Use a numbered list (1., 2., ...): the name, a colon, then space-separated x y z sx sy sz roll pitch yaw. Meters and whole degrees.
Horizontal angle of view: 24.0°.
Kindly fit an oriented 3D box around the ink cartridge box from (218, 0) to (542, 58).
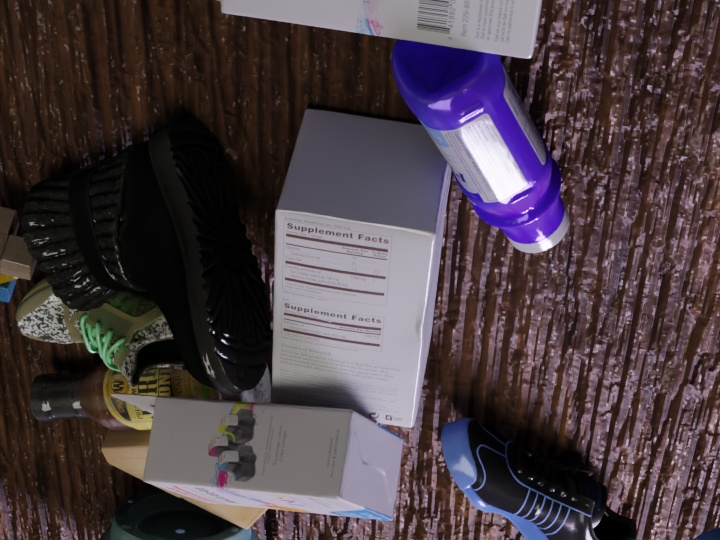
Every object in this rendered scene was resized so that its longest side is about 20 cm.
1. ink cartridge box: 0.016 -0.220 1.009 0.200 0.088 0.145 8 135 4

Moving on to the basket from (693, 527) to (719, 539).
1. basket: 0.377 0.237 1.328 0.200 0.139 0.176 -22 127 19

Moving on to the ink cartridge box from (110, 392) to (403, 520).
1. ink cartridge box: -0.082 0.140 1.267 0.200 0.068 0.115 3 165 22

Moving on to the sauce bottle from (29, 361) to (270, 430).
1. sauce bottle: -0.176 0.101 1.390 0.200 0.065 0.065 -7 132 18

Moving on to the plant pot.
1. plant pot: -0.158 0.273 1.486 0.200 0.200 0.134 7 108 8

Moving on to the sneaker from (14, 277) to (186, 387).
1. sneaker: -0.185 0.048 1.324 0.200 0.089 0.077 -1 134 16

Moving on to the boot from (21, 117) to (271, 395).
1. boot: -0.156 0.008 1.223 0.158 0.211 0.079 -24 160 28

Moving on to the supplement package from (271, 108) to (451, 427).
1. supplement package: 0.000 0.000 1.211 0.109 0.114 0.200 9 135 4

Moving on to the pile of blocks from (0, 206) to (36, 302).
1. pile of blocks: -0.317 -0.009 1.328 0.200 0.062 0.082 -8 144 32

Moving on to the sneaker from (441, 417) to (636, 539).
1. sneaker: 0.148 0.176 1.383 0.078 0.070 0.200 -26 129 29

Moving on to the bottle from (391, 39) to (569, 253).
1. bottle: 0.087 -0.083 1.121 0.065 0.084 0.200 -30 141 6

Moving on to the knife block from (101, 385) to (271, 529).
1. knife block: -0.091 0.133 1.401 0.200 0.064 0.176 28 133 -13
